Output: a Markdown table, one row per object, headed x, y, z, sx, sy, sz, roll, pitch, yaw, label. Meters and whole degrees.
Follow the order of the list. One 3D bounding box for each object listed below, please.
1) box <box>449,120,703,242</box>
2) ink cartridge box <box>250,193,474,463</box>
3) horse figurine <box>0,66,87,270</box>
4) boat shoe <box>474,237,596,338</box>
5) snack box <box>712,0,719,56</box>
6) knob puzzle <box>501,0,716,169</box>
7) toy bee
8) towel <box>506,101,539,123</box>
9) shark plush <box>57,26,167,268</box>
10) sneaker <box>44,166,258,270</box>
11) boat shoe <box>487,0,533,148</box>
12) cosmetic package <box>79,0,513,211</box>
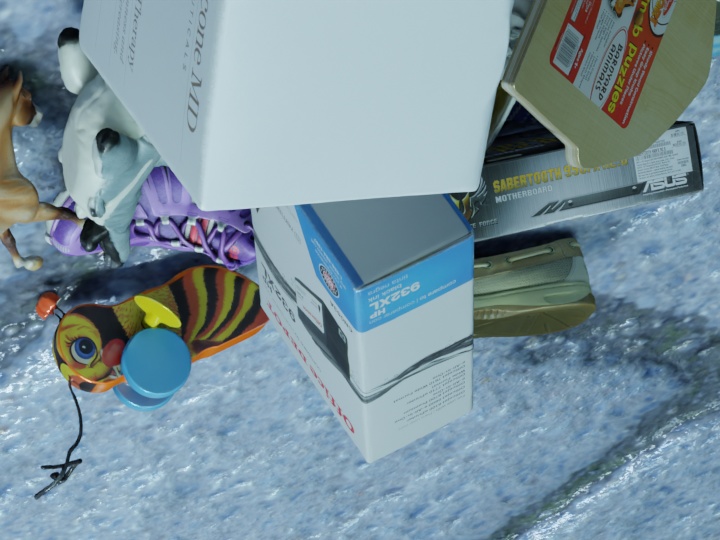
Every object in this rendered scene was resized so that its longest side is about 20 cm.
| x | y | z | sx | sy | sz | roll | pitch | yaw | label |
| --- | --- | --- | --- | --- | --- | --- | --- | --- | --- |
| 0.103 | -0.059 | 1.724 | 0.199 | 0.049 | 0.158 | -12 | -171 | -14 | box |
| 0.000 | 0.000 | 1.605 | 0.083 | 0.145 | 0.200 | -27 | 149 | -15 | ink cartridge box |
| -0.244 | -0.010 | 1.592 | 0.200 | 0.050 | 0.133 | -44 | 143 | -8 | horse figurine |
| 0.071 | 0.012 | 1.903 | 0.199 | 0.063 | 0.073 | -5 | 158 | -14 | boat shoe |
| 0.296 | -0.216 | 1.693 | 0.199 | 0.037 | 0.116 | -24 | 148 | 5 | snack box |
| 0.158 | -0.155 | 1.590 | 0.219 | 0.030 | 0.221 | -24 | 121 | -47 | knob puzzle |
| -0.161 | 0.045 | 1.773 | 0.200 | 0.109 | 0.131 | -36 | 178 | -40 | toy bee |
| 0.084 | -0.154 | 1.685 | 0.199 | 0.024 | 0.145 | 5 | 138 | -38 | towel |
| -0.131 | -0.059 | 1.567 | 0.083 | 0.091 | 0.201 | -11 | 135 | -20 | shark plush |
| -0.102 | -0.038 | 1.685 | 0.199 | 0.084 | 0.081 | -10 | 147 | -17 | sneaker |
| 0.093 | -0.142 | 1.605 | 0.074 | 0.086 | 0.202 | -3 | 142 | -31 | boat shoe |
| -0.035 | -0.154 | 1.392 | 0.165 | 0.200 | 0.168 | -4 | 121 | -25 | cosmetic package |
